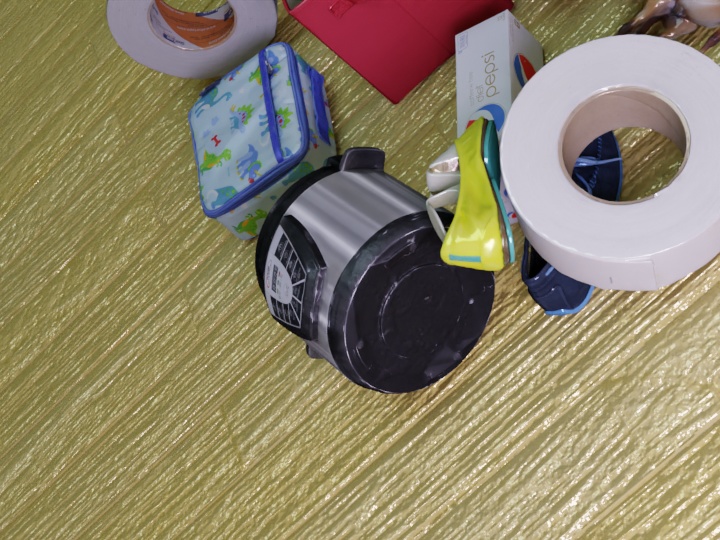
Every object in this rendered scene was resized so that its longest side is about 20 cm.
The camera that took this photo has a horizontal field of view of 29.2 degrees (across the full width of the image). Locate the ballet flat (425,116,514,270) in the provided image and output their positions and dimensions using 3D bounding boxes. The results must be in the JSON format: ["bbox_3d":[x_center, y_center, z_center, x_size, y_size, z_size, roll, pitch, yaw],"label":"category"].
[{"bbox_3d":[0.088,-0.067,1.155,0.067,0.067,0.200,-9,35,7],"label":"ballet flat"}]

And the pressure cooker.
[{"bbox_3d":[0.002,0.001,1.254,0.176,0.179,0.200,-44,40,-7],"label":"pressure cooker"}]

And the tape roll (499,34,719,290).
[{"bbox_3d":[0.216,-0.087,1.124,0.202,0.071,0.203,-6,67,13],"label":"tape roll"}]

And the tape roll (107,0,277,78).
[{"bbox_3d":[-0.198,-0.320,1.634,0.200,0.200,0.066,-27,46,29],"label":"tape roll"}]

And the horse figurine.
[{"bbox_3d":[0.294,-0.219,1.203,0.200,0.050,0.133,2,44,53],"label":"horse figurine"}]

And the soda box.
[{"bbox_3d":[0.134,-0.144,1.304,0.064,0.068,0.201,-22,50,32],"label":"soda box"}]

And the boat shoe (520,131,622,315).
[{"bbox_3d":[0.183,-0.062,1.198,0.084,0.069,0.201,-16,53,36],"label":"boat shoe"}]

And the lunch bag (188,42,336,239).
[{"bbox_3d":[-0.107,-0.148,1.534,0.160,0.082,0.201,-30,47,23],"label":"lunch bag"}]

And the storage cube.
[{"bbox_3d":[0.024,-0.316,1.444,0.171,0.180,0.200,-38,43,18],"label":"storage cube"}]
